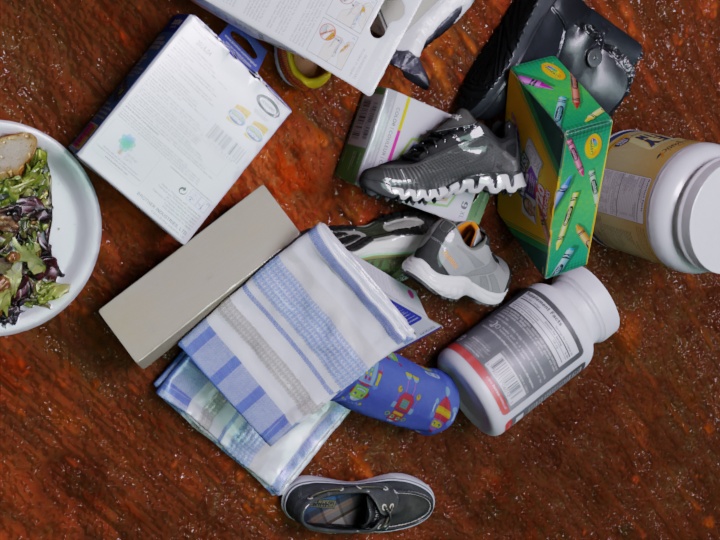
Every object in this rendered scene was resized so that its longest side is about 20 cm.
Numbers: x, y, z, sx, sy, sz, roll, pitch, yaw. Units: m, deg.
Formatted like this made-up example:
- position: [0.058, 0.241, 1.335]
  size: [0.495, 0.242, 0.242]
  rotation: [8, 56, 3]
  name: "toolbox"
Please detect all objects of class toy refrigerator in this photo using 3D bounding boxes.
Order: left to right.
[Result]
- position: [-0.158, 0.005, 1.000]
  size: [0.199, 0.076, 0.070]
  rotation: [-39, 87, -11]
  name: "toy refrigerator"

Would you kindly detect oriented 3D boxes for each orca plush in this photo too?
- position: [0.094, -0.272, 1.060]
  size: [0.071, 0.103, 0.203]
  rotation: [62, 43, -63]
  name: "orca plush"

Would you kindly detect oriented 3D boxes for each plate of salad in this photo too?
- position: [-0.335, -0.035, 0.930]
  size: [0.196, 0.048, 0.204]
  rotation: [-7, 106, -25]
  name: "plate of salad"

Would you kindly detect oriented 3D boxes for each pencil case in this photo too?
- position: [0.024, 0.121, 1.098]
  size: [0.199, 0.087, 0.078]
  rotation: [27, 107, -44]
  name: "pencil case"

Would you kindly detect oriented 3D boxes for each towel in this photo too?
- position: [-0.106, 0.132, 1.086]
  size: [0.147, 0.024, 0.200]
  rotation: [-48, 117, -8]
  name: "towel"
- position: [-0.063, 0.066, 0.983]
  size: [0.199, 0.024, 0.147]
  rotation: [-38, 100, 16]
  name: "towel"

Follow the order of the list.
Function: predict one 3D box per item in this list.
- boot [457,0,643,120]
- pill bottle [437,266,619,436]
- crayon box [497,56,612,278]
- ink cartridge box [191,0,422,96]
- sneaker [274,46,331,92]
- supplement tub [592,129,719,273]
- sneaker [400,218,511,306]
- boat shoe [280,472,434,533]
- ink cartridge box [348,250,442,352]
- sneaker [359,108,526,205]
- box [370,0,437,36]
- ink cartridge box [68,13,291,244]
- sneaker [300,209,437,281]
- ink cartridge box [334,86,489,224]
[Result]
- position: [0.218, -0.214, 1.131]
  size: [0.167, 0.076, 0.202]
  rotation: [36, 80, -24]
  name: "boot"
- position: [0.196, 0.088, 1.175]
  size: [0.198, 0.116, 0.117]
  rotation: [-34, 115, -14]
  name: "pill bottle"
- position: [0.202, -0.107, 1.081]
  size: [0.057, 0.120, 0.202]
  rotation: [-16, 137, -13]
  name: "crayon box"
- position: [-0.039, -0.277, 0.932]
  size: [0.198, 0.050, 0.164]
  rotation: [29, 89, -5]
  name: "ink cartridge box"
- position: [-0.061, -0.277, 0.983]
  size: [0.072, 0.077, 0.204]
  rotation: [-21, 106, -18]
  name: "sneaker"
- position: [0.355, -0.079, 1.160]
  size: [0.142, 0.199, 0.147]
  rotation: [-6, 106, -24]
  name: "supplement tub"
- position: [0.120, -0.012, 1.095]
  size: [0.199, 0.073, 0.080]
  rotation: [6, 115, -61]
  name: "sneaker"
- position: [0.005, 0.274, 1.163]
  size: [0.197, 0.056, 0.070]
  rotation: [7, 100, -26]
  name: "boat shoe"
- position: [-0.004, 0.038, 1.067]
  size: [0.094, 0.038, 0.199]
  rotation: [-29, 143, 24]
  name: "ink cartridge box"
- position: [0.084, -0.118, 1.033]
  size: [0.197, 0.066, 0.092]
  rotation: [-7, 103, -28]
  name: "sneaker"
- position: [0.062, -0.333, 1.007]
  size: [0.200, 0.095, 0.078]
  rotation: [-46, 146, -10]
  name: "box"
- position: [-0.161, -0.147, 0.968]
  size: [0.136, 0.076, 0.201]
  rotation: [41, 86, -27]
  name: "ink cartridge box"
- position: [0.000, 0.000, 1.089]
  size: [0.196, 0.077, 0.090]
  rotation: [-11, 118, -19]
  name: "sneaker"
- position: [0.081, -0.116, 1.100]
  size: [0.197, 0.059, 0.106]
  rotation: [18, 95, -28]
  name: "ink cartridge box"
